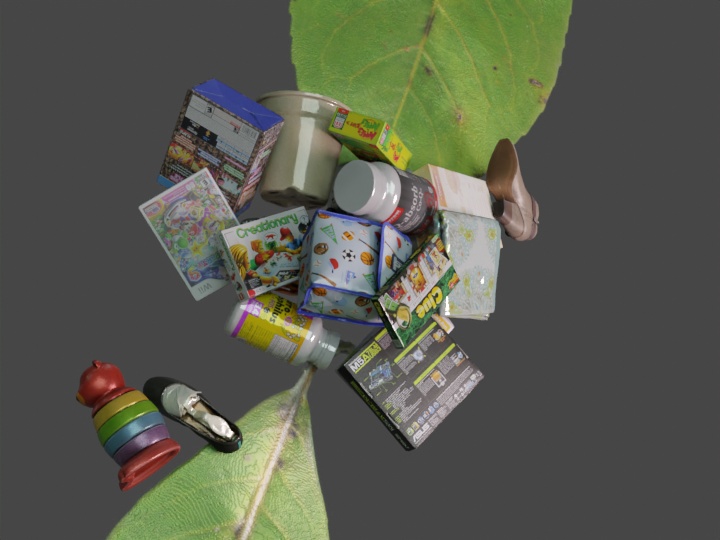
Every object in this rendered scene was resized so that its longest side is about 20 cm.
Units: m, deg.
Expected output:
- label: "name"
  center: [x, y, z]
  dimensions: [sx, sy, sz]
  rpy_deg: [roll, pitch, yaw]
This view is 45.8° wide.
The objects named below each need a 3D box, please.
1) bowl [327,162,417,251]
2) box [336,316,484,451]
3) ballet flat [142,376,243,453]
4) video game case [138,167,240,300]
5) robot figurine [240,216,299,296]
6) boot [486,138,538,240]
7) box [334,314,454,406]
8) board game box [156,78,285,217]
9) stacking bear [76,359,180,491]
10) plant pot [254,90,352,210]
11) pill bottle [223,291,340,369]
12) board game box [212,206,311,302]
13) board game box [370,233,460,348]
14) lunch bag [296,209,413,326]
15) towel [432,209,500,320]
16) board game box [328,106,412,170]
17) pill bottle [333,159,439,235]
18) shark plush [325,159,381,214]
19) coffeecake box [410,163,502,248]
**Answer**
- label: "bowl"
  center: [0.038, -0.133, 1.720]
  dimensions: [0.199, 0.075, 0.201]
  rpy_deg: [4, 67, -18]
- label: "box"
  center: [0.092, 0.183, 1.517]
  dimensions: [0.193, 0.048, 0.200]
  rpy_deg: [47, 63, 3]
- label: "ballet flat"
  center: [-0.283, 0.241, 1.469]
  dimensions: [0.200, 0.068, 0.068]
  rpy_deg: [34, 63, -6]
- label: "video game case"
  center: [-0.287, -0.064, 1.536]
  dimensions: [0.143, 0.018, 0.201]
  rpy_deg: [-29, 102, 6]
- label: "robot figurine"
  center: [-0.154, -0.019, 1.618]
  dimensions: [0.199, 0.058, 0.146]
  rpy_deg: [17, 65, -14]
- label: "boot"
  center: [0.333, -0.164, 1.823]
  dimensions: [0.146, 0.070, 0.201]
  rpy_deg: [20, 73, -48]
- label: "box"
  center: [0.065, 0.147, 1.607]
  dimensions: [0.101, 0.112, 0.200]
  rpy_deg: [46, 64, -2]
- label: "board game box"
  center: [-0.255, -0.217, 1.550]
  dimensions: [0.159, 0.201, 0.097]
  rpy_deg: [31, 30, 5]
- label: "stacking bear"
  center: [-0.397, 0.242, 1.409]
  dimensions: [0.113, 0.122, 0.200]
  rpy_deg: [-31, 76, -25]
- label: "plant pot"
  center: [-0.118, -0.221, 1.648]
  dimensions: [0.199, 0.200, 0.185]
  rpy_deg: [10, 79, -17]
- label: "pill bottle"
  center: [-0.140, 0.107, 1.551]
  dimensions: [0.199, 0.104, 0.105]
  rpy_deg: [26, 64, -10]
- label: "board game box"
  center: [-0.157, -0.032, 1.534]
  dimensions: [0.200, 0.035, 0.127]
  rpy_deg: [-22, 88, -44]
- label: "board game box"
  center: [0.098, 0.033, 1.470]
  dimensions: [0.200, 0.023, 0.105]
  rpy_deg: [-47, 120, -38]
- label: "lunch bag"
  center: [0.000, 0.000, 1.501]
  dimensions: [0.199, 0.124, 0.171]
  rpy_deg: [13, 56, -15]
- label: "towel"
  center: [0.200, -0.007, 1.618]
  dimensions: [0.171, 0.048, 0.201]
  rpy_deg: [5, 87, -48]
- label: "board game box"
  center: [0.022, -0.242, 1.617]
  dimensions: [0.101, 0.200, 0.048]
  rpy_deg: [20, 87, 19]
- label: "pill bottle"
  center: [0.048, -0.135, 1.571]
  dimensions: [0.200, 0.115, 0.117]
  rpy_deg: [11, 63, -51]
- label: "shark plush"
  center: [-0.006, -0.134, 1.629]
  dimensions: [0.200, 0.091, 0.083]
  rpy_deg: [-54, 123, -34]
- label: "coffeecake box"
  center: [0.188, -0.116, 1.724]
  dimensions: [0.199, 0.073, 0.154]
  rpy_deg: [9, 64, -47]
